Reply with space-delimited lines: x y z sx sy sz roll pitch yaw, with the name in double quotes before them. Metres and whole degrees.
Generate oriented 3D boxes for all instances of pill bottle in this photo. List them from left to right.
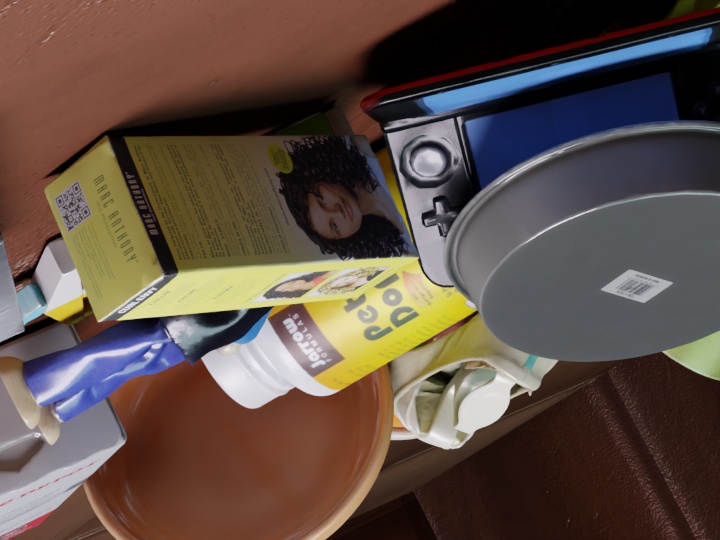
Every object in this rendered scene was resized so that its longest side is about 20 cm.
"pill bottle" 0.000 0.000 1.508 0.199 0.110 0.109 -31 171 18

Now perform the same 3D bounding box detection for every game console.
"game console" 0.112 -0.060 1.329 0.198 0.173 0.119 -13 -151 6

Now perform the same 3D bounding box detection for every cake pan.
"cake pan" 0.144 -0.009 1.371 0.199 0.037 0.201 -8 150 -4

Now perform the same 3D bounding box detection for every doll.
"doll" -0.098 0.026 1.414 0.199 0.049 0.137 -28 162 0

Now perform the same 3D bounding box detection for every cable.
"cable" 0.107 -0.127 1.408 0.096 0.051 0.200 -11 159 3

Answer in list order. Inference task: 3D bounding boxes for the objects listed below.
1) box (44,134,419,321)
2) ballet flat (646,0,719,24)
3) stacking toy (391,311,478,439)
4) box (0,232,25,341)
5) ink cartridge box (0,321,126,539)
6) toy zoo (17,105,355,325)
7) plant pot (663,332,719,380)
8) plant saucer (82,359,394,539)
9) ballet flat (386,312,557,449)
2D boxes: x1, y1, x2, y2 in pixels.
"box" -0.058 -0.023 1.244 0.050 0.076 0.199 -34 164 34
"ballet flat" 0.200 -0.134 1.485 0.067 0.067 0.200 -27 172 -20
"stacking toy" 0.037 0.004 1.633 0.145 0.147 0.200 -23 159 -29
"box" -0.230 0.023 1.131 0.158 0.049 0.200 -26 171 -10
"ink cartridge box" -0.240 0.118 1.533 0.144 0.084 0.200 -23 172 -28
"toy zoo" -0.099 -0.021 1.374 0.199 0.021 0.131 -26 171 -9
"plant pot" 0.298 -0.051 2.008 0.200 0.187 0.187 -49 162 27
"plant saucer" -0.073 0.098 1.574 0.199 0.201 0.038 -28 145 0
"ballet flat" 0.058 0.070 1.536 0.069 0.070 0.200 -23 172 -29
